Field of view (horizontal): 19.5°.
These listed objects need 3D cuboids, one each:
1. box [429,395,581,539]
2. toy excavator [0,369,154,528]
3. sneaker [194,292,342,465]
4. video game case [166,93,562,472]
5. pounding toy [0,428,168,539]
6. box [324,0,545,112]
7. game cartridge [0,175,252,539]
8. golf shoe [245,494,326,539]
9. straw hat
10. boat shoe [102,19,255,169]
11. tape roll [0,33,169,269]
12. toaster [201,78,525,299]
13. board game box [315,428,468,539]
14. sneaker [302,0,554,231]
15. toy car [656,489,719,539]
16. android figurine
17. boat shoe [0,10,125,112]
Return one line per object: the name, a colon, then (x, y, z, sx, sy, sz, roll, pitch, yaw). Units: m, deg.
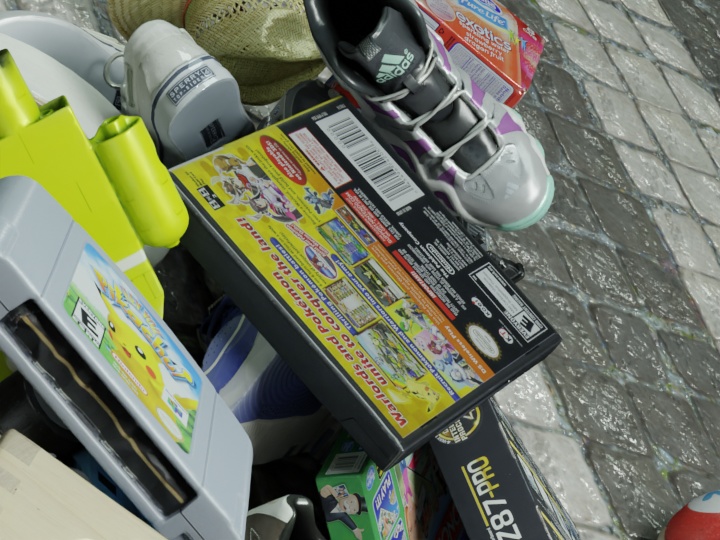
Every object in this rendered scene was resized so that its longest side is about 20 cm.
box: (0.107, 0.175, 1.220, 0.200, 0.049, 0.162, 56, 7, -52)
toy excavator: (-0.132, 0.124, 1.062, 0.200, 0.100, 0.195, 39, 25, -36)
sneaker: (-0.061, 0.051, 1.231, 0.115, 0.081, 0.199, 43, 5, 22)
video game case: (0.000, 0.000, 1.171, 0.200, 0.026, 0.181, 48, 37, 10)
pounding toy: (-0.121, 0.188, 0.903, 0.200, 0.184, 0.142, 37, 41, -9)
box: (0.023, -0.103, 1.423, 0.100, 0.200, 0.096, 38, 30, -7)
game cartridge: (-0.122, 0.045, 1.023, 0.200, 0.040, 0.133, 52, 7, -15)
golf shoe: (-0.006, 0.206, 1.086, 0.200, 0.095, 0.078, 48, 28, 7)
straw hat: (-0.070, -0.159, 1.416, 0.200, 0.201, 0.085, 21, 43, -33)
boat shoe: (-0.121, -0.104, 1.302, 0.086, 0.075, 0.202, 50, -8, 12)
tape roll: (-0.207, -0.048, 1.202, 0.202, 0.071, 0.203, 31, 31, -21)
toaster: (-0.008, -0.017, 1.335, 0.200, 0.129, 0.114, 33, 31, -25)
board game box: (0.027, 0.129, 1.218, 0.200, 0.029, 0.135, -59, 138, -61)
sneaker: (0.030, -0.107, 1.246, 0.200, 0.078, 0.140, 44, 2, 15)
toy car: (0.314, 0.188, 1.392, 0.177, 0.200, 0.184, 48, 29, 10)
android figurine: (-0.179, -0.007, 1.090, 0.201, 0.181, 0.041, 67, -6, -18)
boat shoe: (-0.179, -0.124, 1.356, 0.199, 0.071, 0.070, 11, 10, -42)
